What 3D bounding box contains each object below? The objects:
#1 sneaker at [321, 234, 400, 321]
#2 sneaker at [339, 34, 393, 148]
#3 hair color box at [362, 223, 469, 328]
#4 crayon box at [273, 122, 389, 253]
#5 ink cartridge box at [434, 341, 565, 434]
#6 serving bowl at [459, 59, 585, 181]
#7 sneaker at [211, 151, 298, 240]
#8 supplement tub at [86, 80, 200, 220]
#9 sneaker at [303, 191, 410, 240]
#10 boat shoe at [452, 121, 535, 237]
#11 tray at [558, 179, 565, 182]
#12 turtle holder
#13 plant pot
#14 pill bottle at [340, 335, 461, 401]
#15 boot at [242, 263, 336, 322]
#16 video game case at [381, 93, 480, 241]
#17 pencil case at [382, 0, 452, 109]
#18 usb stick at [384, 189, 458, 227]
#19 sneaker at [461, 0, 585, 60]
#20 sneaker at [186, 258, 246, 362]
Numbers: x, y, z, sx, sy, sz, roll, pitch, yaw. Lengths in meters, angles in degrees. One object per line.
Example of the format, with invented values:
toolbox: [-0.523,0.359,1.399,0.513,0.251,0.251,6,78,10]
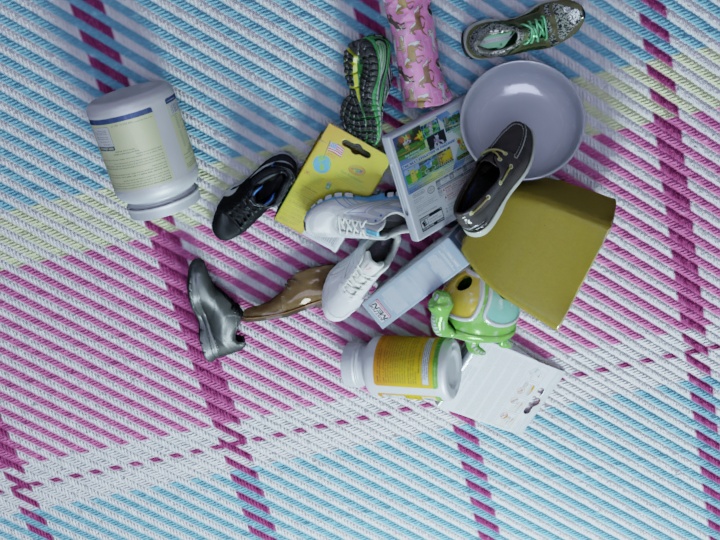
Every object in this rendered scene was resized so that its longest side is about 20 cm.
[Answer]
sneaker: [0.000,0.000,1.680,0.078,0.099,0.200,33,88,-7]
sneaker: [0.022,-0.288,1.603,0.078,0.085,0.200,29,133,27]
hair color box: [0.104,0.009,1.686,0.200,0.099,0.061,-38,93,25]
crayon box: [-0.045,-0.145,1.671,0.127,0.051,0.200,29,114,-10]
ink cartridge box: [0.255,0.207,1.826,0.200,0.050,0.162,21,111,-25]
serving bowl: [0.261,-0.237,1.601,0.200,0.066,0.201,-1,82,4]
sneaker: [-0.189,-0.115,1.658,0.073,0.112,0.200,41,107,-13]
supplement tub: [-0.350,-0.196,1.613,0.145,0.145,0.200,-12,111,6]
sneaker: [0.005,-0.082,1.624,0.199,0.087,0.075,-8,123,0]
boat shoe: [0.207,-0.150,1.511,0.061,0.072,0.201,42,70,-46]
tray: [0.314,-0.053,1.713,0.098,0.037,0.200,-7,112,4]
turtle holder: [0.189,0.057,1.698,0.185,0.141,0.132,5,111,-15]
plant pot: [0.280,-0.054,1.601,0.200,0.196,0.195,26,111,8]
pill bottle: [0.071,0.172,1.752,0.200,0.111,0.111,1,113,22]
boot: [-0.120,0.042,1.751,0.200,0.074,0.076,-17,98,0]
video game case: [0.135,-0.171,1.611,0.200,0.022,0.183,-31,114,-31]
pencil case: [0.090,-0.359,1.567,0.083,0.087,0.200,-20,112,-15]
usb stick: [0.136,-0.104,1.699,0.199,0.033,0.056,6,105,-1]
sneaker: [0.261,-0.373,1.557,0.200,0.089,0.077,-16,111,7]
sneaker: [-0.258,0.065,1.763,0.091,0.076,0.200,-13,118,-4]
